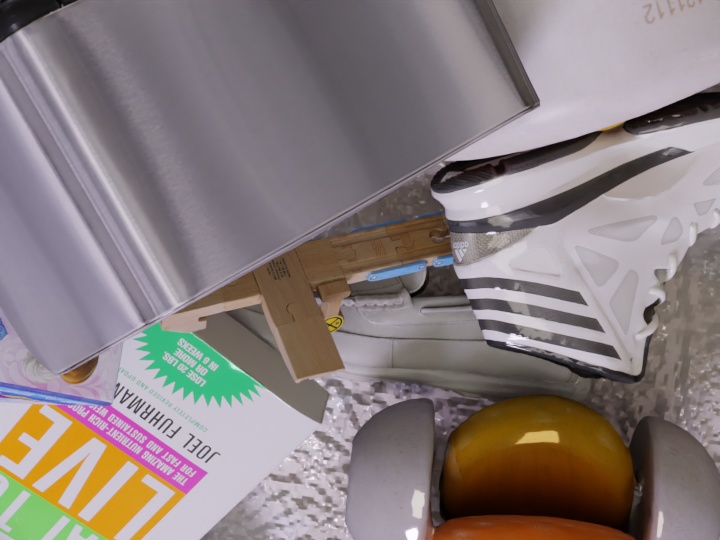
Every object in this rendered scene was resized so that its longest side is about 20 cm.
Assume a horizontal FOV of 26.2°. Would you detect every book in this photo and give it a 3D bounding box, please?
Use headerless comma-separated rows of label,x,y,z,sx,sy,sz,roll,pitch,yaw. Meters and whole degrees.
book,-0.126,0.086,0.765,0.133,0.048,0.200,37,121,-12

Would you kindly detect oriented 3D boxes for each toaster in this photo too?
toaster,-0.051,-0.062,0.565,0.180,0.200,0.119,-31,93,-26

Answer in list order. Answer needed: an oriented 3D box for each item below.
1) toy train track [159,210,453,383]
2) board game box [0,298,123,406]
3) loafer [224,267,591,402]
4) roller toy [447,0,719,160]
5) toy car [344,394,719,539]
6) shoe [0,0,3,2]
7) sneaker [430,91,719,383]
toy train track,0.000,0.000,0.717,0.199,0.115,0.033,-12,147,-18
board game box,-0.237,0.022,0.656,0.199,0.199,0.041,16,77,-39
loafer,0.019,0.022,0.764,0.198,0.070,0.070,8,89,-1
roller toy,0.087,-0.128,0.661,0.181,0.200,0.141,-16,103,17
toy car,0.077,0.160,0.731,0.174,0.151,0.201,3,135,0
shoe,-0.197,-0.108,0.617,0.091,0.071,0.200,38,97,-6
sneaker,0.131,-0.014,0.718,0.199,0.076,0.116,-18,102,-22
